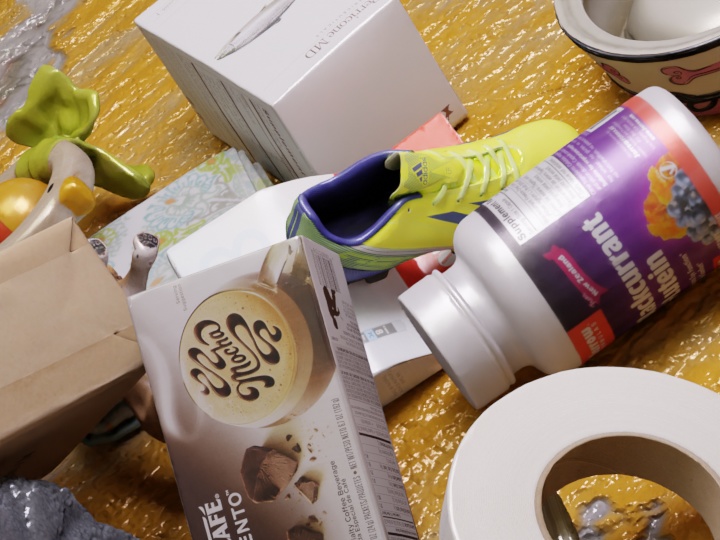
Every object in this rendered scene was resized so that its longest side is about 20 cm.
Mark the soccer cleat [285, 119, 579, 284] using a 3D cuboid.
[{"bbox_3d":[0.049,-0.050,1.739,0.200,0.084,0.065,-22,55,-12],"label":"soccer cleat"}]

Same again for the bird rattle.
[{"bbox_3d":[-0.245,-0.041,1.964,0.200,0.113,0.163,-35,23,3],"label":"bird rattle"}]

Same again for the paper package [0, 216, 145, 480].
[{"bbox_3d":[-0.243,0.082,1.705,0.190,0.104,0.200,-29,-9,-37],"label":"paper package"}]

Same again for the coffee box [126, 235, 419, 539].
[{"bbox_3d":[-0.047,0.096,1.628,0.113,0.080,0.201,-19,77,13],"label":"coffee box"}]

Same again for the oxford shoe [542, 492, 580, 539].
[{"bbox_3d":[0.102,0.182,1.517,0.058,0.075,0.200,-23,43,8],"label":"oxford shoe"}]

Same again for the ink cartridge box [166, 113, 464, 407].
[{"bbox_3d":[0.000,0.000,1.774,0.200,0.047,0.160,-34,58,1],"label":"ink cartridge box"}]

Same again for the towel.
[{"bbox_3d":[-0.127,0.014,1.900,0.200,0.048,0.171,-33,34,1],"label":"towel"}]

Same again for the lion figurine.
[{"bbox_3d":[-0.136,0.055,1.767,0.072,0.123,0.200,-14,53,-34],"label":"lion figurine"}]

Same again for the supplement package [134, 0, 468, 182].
[{"bbox_3d":[-0.043,-0.139,1.946,0.117,0.117,0.200,-42,38,-12],"label":"supplement package"}]

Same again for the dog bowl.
[{"bbox_3d":[0.229,-0.182,1.829,0.200,0.074,0.200,-21,38,18],"label":"dog bowl"}]

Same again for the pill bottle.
[{"bbox_3d":[0.125,-0.009,1.680,0.200,0.112,0.111,-36,37,-2],"label":"pill bottle"}]

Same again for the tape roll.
[{"bbox_3d":[0.140,0.137,1.483,0.202,0.037,0.203,5,47,-5],"label":"tape roll"}]

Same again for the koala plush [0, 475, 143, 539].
[{"bbox_3d":[-0.239,0.224,1.660,0.200,0.184,0.178,-26,35,30],"label":"koala plush"}]
